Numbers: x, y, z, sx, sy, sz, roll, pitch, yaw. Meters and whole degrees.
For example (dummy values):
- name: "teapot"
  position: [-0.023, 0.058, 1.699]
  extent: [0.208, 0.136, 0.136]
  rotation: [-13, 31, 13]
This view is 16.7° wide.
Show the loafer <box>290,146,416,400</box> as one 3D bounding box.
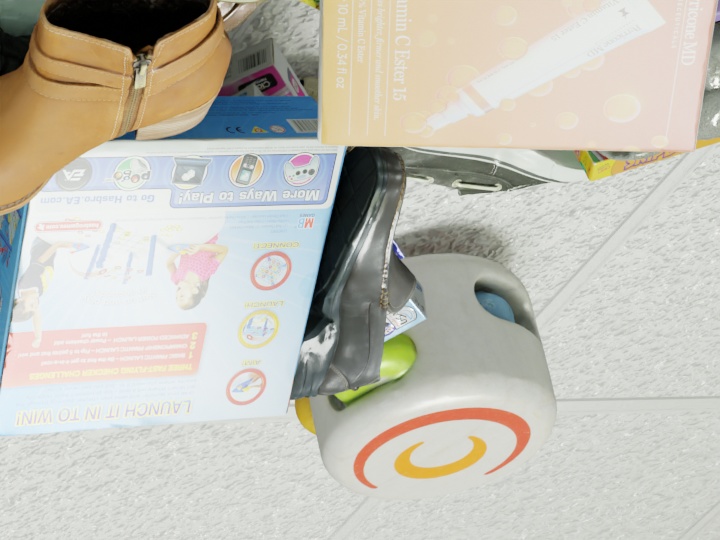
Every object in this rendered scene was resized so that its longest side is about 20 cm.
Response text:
- name: "loafer"
  position: [0.000, 0.000, 1.523]
  extent: [0.072, 0.073, 0.201]
  rotation: [2, 138, -20]

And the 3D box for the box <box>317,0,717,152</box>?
- name: "box"
  position: [0.078, -0.139, 1.267]
  extent: [0.198, 0.098, 0.125]
  rotation: [1, 135, 0]

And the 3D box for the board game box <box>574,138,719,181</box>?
- name: "board game box"
  position: [0.230, -0.131, 1.704]
  extent: [0.199, 0.096, 0.030]
  rotation: [-16, 150, -16]

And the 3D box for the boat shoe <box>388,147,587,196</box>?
- name: "boat shoe"
  position: [0.079, -0.088, 1.694]
  extent: [0.199, 0.071, 0.064]
  rotation: [9, 137, -35]

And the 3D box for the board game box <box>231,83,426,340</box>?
- name: "board game box"
  position: [-0.066, -0.012, 1.569]
  extent: [0.134, 0.034, 0.200]
  rotation: [-29, 125, 18]

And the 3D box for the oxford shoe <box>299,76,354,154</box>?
- name: "oxford shoe"
  position: [-0.068, -0.060, 1.640]
  extent: [0.073, 0.071, 0.200]
  rotation: [25, 123, -29]

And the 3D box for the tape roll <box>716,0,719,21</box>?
- name: "tape roll"
  position: [0.276, -0.212, 1.430]
  extent: [0.198, 0.086, 0.200]
  rotation: [-17, -179, 0]

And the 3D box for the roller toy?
- name: "roller toy"
  position: [0.049, 0.078, 1.865]
  extent: [0.181, 0.141, 0.200]
  rotation: [-5, 149, -13]

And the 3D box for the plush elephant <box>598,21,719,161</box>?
- name: "plush elephant"
  position: [0.211, -0.154, 1.586]
  extent: [0.164, 0.156, 0.200]
  rotation: [-21, 151, -7]

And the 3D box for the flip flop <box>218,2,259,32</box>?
- name: "flip flop"
  position: [-0.078, -0.165, 1.420]
  extent: [0.199, 0.058, 0.081]
  rotation: [-14, -168, -28]

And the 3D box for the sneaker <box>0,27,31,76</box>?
- name: "sneaker"
  position: [-0.199, -0.100, 1.459]
  extent: [0.199, 0.074, 0.082]
  rotation: [18, 134, -38]

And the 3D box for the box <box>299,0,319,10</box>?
- name: "box"
  position: [0.078, -0.217, 1.345]
  extent: [0.199, 0.123, 0.193]
  rotation: [23, 131, -22]

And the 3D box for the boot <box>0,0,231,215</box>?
- name: "boot"
  position: [-0.162, -0.093, 1.280]
  extent: [0.198, 0.077, 0.155]
  rotation: [-12, 166, -9]

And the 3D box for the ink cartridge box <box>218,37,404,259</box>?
- name: "ink cartridge box"
  position: [-0.053, -0.052, 1.583]
  extent: [0.094, 0.037, 0.200]
  rotation: [-22, 129, 14]

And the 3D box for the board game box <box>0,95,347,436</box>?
- name: "board game box"
  position: [-0.123, -0.004, 1.463]
  extent: [0.199, 0.056, 0.197]
  rotation: [-2, 121, -28]

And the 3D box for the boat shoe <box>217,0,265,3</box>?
- name: "boat shoe"
  position: [-0.113, -0.184, 1.313]
  extent: [0.200, 0.072, 0.066]
  rotation: [7, 146, 38]
